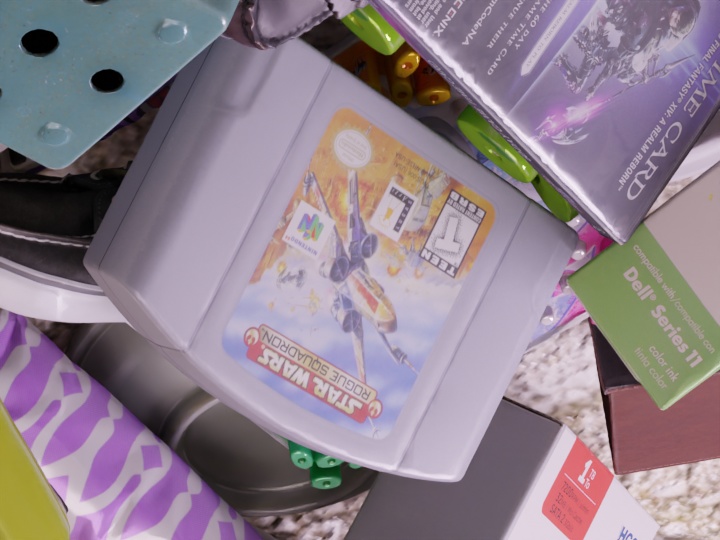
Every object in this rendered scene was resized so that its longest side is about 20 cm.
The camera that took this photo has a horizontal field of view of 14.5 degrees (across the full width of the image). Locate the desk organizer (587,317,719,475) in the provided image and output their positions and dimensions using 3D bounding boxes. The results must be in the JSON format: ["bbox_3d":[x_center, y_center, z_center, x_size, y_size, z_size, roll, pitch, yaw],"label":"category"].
[{"bbox_3d":[0.207,0.033,1.318,0.198,0.072,0.077,-9,143,1],"label":"desk organizer"}]

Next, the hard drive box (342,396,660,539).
[{"bbox_3d":[0.045,0.171,1.335,0.076,0.201,0.156,22,169,31],"label":"hard drive box"}]

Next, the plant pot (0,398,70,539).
[{"bbox_3d":[-0.238,0.073,1.103,0.181,0.199,0.201,-35,141,-11],"label":"plant pot"}]

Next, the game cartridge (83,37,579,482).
[{"bbox_3d":[-0.009,0.000,1.103,0.200,0.134,0.041,32,168,-37],"label":"game cartridge"}]

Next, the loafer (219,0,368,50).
[{"bbox_3d":[0.025,-0.149,0.990,0.200,0.063,0.072,-47,149,-19],"label":"loafer"}]

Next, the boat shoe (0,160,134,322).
[{"bbox_3d":[-0.085,-0.015,1.112,0.199,0.069,0.057,11,120,-33],"label":"boat shoe"}]

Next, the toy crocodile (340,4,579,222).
[{"bbox_3d":[0.039,-0.096,1.083,0.200,0.062,0.068,44,81,-26],"label":"toy crocodile"}]

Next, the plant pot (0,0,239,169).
[{"bbox_3d":[-0.110,-0.147,0.945,0.141,0.201,0.141,28,128,-36],"label":"plant pot"}]

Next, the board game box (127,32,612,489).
[{"bbox_3d":[0.000,0.000,1.206,0.199,0.026,0.200,-31,131,22],"label":"board game box"}]

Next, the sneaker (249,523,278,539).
[{"bbox_3d":[-0.068,0.189,1.448,0.200,0.073,0.114,24,134,-38],"label":"sneaker"}]

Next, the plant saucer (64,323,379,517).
[{"bbox_3d":[-0.042,0.066,1.328,0.198,0.050,0.201,-5,141,-4],"label":"plant saucer"}]

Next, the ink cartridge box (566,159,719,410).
[{"bbox_3d":[0.185,-0.033,1.119,0.200,0.067,0.117,-38,176,12],"label":"ink cartridge box"}]

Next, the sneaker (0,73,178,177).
[{"bbox_3d":[-0.083,-0.084,1.125,0.199,0.081,0.083,-28,146,24],"label":"sneaker"}]

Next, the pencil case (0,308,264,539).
[{"bbox_3d":[-0.126,0.101,1.276,0.200,0.086,0.084,45,166,-13],"label":"pencil case"}]

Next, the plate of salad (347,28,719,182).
[{"bbox_3d":[0.094,-0.103,1.154,0.198,0.048,0.201,3,142,2],"label":"plate of salad"}]

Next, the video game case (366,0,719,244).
[{"bbox_3d":[0.085,-0.114,1.015,0.143,0.019,0.200,-55,137,-5],"label":"video game case"}]

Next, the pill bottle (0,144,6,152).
[{"bbox_3d":[-0.205,-0.118,1.032,0.199,0.113,0.112,27,129,-36],"label":"pill bottle"}]
